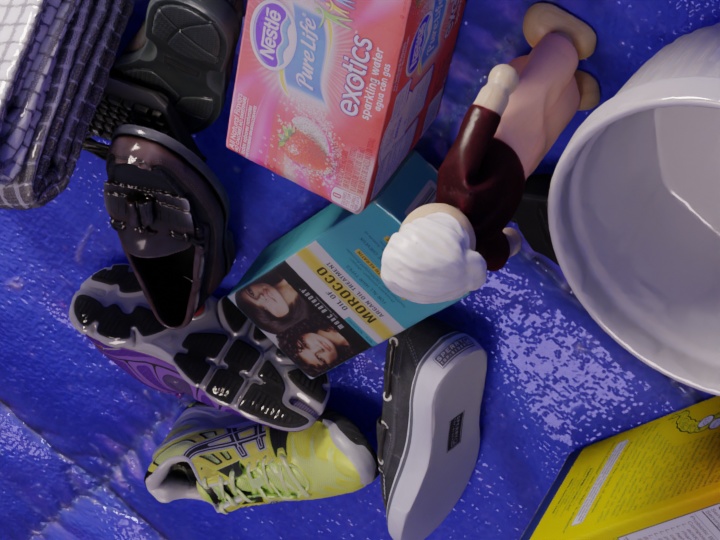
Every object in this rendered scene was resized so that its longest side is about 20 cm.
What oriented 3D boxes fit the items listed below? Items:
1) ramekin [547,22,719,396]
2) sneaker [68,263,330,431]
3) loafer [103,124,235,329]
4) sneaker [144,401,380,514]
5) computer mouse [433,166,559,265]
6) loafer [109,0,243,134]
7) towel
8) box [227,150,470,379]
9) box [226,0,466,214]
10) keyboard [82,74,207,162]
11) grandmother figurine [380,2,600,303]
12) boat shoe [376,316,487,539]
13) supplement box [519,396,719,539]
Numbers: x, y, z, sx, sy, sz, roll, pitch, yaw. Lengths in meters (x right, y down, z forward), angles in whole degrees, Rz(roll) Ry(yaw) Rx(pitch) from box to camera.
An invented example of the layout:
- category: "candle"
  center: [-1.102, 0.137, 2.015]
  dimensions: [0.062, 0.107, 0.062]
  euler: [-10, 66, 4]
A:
- category: "ramekin"
  center: [0.209, -0.038, 1.163]
  dimensions: [0.200, 0.105, 0.201]
  euler: [19, 137, 19]
- category: "sneaker"
  center: [-0.105, 0.058, 1.514]
  dimensions: [0.200, 0.081, 0.084]
  euler: [24, 155, 25]
- category: "loafer"
  center: [-0.121, -0.022, 1.389]
  dimensions: [0.072, 0.063, 0.200]
  euler: [16, 160, 14]
- category: "sneaker"
  center: [-0.068, 0.140, 1.536]
  dimensions: [0.200, 0.076, 0.076]
  euler: [-5, 125, 45]
- category: "computer mouse"
  center: [0.087, -0.040, 1.309]
  dimensions: [0.199, 0.034, 0.059]
  euler: [13, 141, 34]
- category: "loafer"
  center: [-0.100, -0.139, 1.319]
  dimensions: [0.072, 0.063, 0.200]
  euler: [29, 159, -6]
- category: "towel"
  center: [-0.226, -0.137, 1.317]
  dimensions: [0.165, 0.201, 0.086]
  euler: [7, 161, 36]
- category: "box"
  center: [0.000, 0.000, 1.367]
  dimensions: [0.082, 0.049, 0.200]
  euler: [44, 147, -9]
- category: "box"
  center: [-0.002, -0.144, 1.213]
  dimensions: [0.094, 0.103, 0.200]
  euler: [26, 139, 12]
- category: "keyboard"
  center: [-0.184, -0.100, 1.407]
  dimensions: [0.200, 0.021, 0.127]
  euler: [21, 159, 28]
- category: "grandmother figurine"
  center: [0.069, -0.051, 1.174]
  dimensions: [0.060, 0.200, 0.122]
  euler: [6, 131, 31]
- category: "boat shoe"
  center: [0.040, 0.103, 1.453]
  dimensions: [0.057, 0.069, 0.200]
  euler: [40, 142, 27]
- category: "supplement box"
  center: [0.207, 0.157, 1.344]
  dimensions: [0.109, 0.110, 0.200]
  euler: [48, 139, -13]
